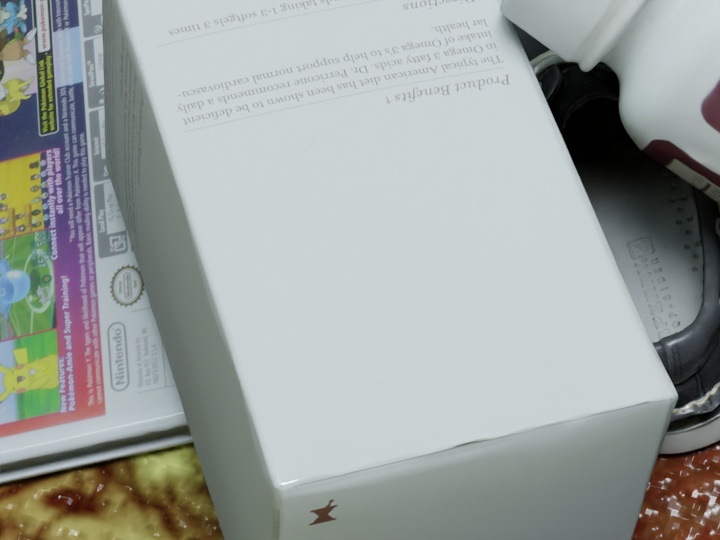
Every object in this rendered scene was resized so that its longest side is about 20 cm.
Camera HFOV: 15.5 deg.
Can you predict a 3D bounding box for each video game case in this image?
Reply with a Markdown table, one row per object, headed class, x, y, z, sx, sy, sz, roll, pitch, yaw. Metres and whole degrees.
| class | x | y | z | sx | sy | sz | roll | pitch | yaw |
| --- | --- | --- | --- | --- | --- | --- | --- | --- | --- |
| video game case | -0.102 | -0.021 | 0.921 | 0.182 | 0.023 | 0.200 | -12 | 57 | 8 |

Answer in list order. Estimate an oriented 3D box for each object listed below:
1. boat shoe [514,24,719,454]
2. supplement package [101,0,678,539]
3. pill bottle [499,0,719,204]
| class | x | y | z | sx | sy | sz | roll | pitch | yaw |
| --- | --- | --- | --- | --- | --- | --- | --- | --- | --- |
| boat shoe | 0.077 | -0.037 | 0.856 | 0.074 | 0.060 | 0.200 | -15 | 56 | 6 |
| supplement package | 0.000 | 0.000 | 0.801 | 0.117 | 0.117 | 0.200 | -11 | 57 | -13 |
| pill bottle | 0.148 | -0.059 | 0.772 | 0.200 | 0.114 | 0.114 | 35 | 70 | -1 |
